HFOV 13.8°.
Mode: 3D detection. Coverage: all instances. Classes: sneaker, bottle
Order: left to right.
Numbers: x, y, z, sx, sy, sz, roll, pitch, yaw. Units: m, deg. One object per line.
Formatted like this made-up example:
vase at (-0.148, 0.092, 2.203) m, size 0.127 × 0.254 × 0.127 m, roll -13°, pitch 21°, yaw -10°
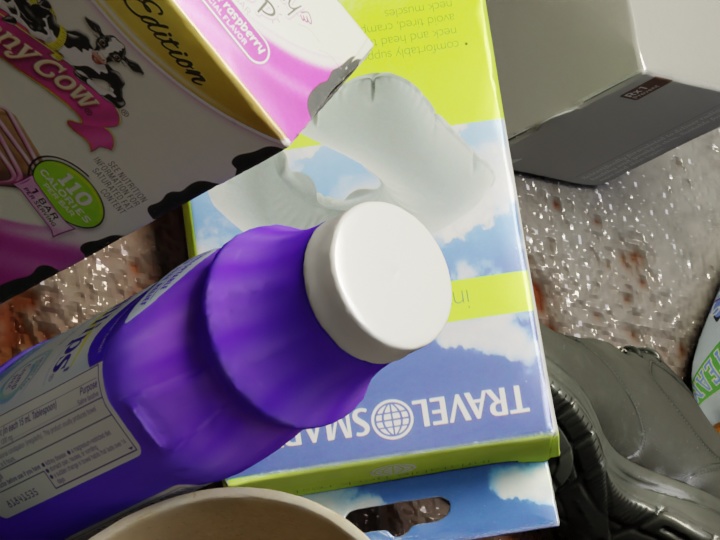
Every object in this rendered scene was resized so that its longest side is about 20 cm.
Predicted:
bottle at (-0.052, 0.033, 0.943) m, size 0.065 × 0.200 × 0.084 m, roll 55°, pitch 46°, yaw -7°
sneaker at (0.085, 0.061, 1.161) m, size 0.200 × 0.076 × 0.091 m, roll 41°, pitch 38°, yaw -31°

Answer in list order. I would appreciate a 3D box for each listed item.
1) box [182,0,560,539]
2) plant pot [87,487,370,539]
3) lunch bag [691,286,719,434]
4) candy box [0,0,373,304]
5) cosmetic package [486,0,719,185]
box at (0.000, 0.000, 1.071) m, size 0.122 × 0.048 × 0.201 m, roll -9°, pitch 74°, yaw 0°
plant pot at (-0.005, 0.194, 0.947) m, size 0.200 × 0.187 × 0.188 m, roll 39°, pitch 47°, yaw -45°
lunch bag at (0.233, 0.053, 1.290) m, size 0.200 × 0.075 × 0.160 m, roll 47°, pitch 45°, yaw -18°
candy box at (-0.111, -0.071, 0.935) m, size 0.136 × 0.200 × 0.061 m, roll 50°, pitch 46°, yaw -13°
cosmetic package at (0.092, -0.147, 1.226) m, size 0.090 × 0.107 × 0.201 m, roll 5°, pitch 70°, yaw -42°
